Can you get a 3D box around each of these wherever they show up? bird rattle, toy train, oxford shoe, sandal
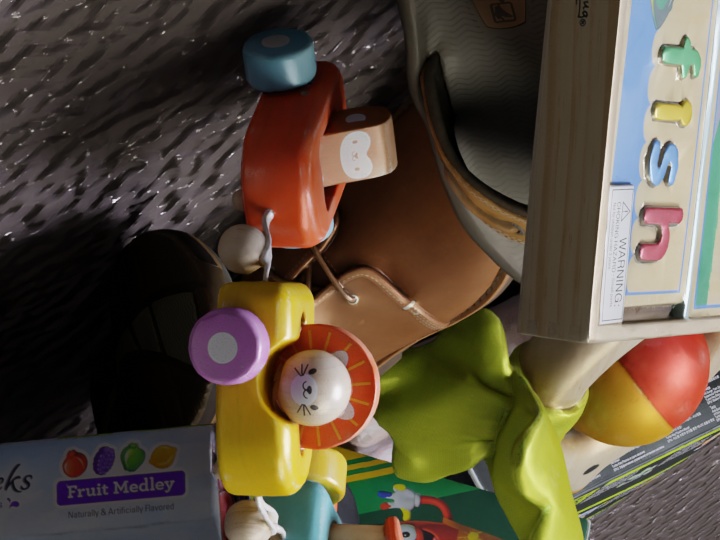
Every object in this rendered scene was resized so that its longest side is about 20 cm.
[{"bbox_3d":[0.100,0.023,1.174,0.200,0.113,0.163,-50,159,0],"label":"bird rattle"},{"bbox_3d":[-0.008,0.034,0.935,0.055,0.201,0.150,0,-154,11],"label":"toy train"},{"bbox_3d":[0.000,0.000,1.058,0.071,0.071,0.200,-23,161,-42],"label":"oxford shoe"},{"bbox_3d":[-0.058,0.042,1.046,0.054,0.082,0.200,-7,158,-13],"label":"sandal"},{"bbox_3d":[0.058,-0.048,0.916,0.081,0.055,0.200,-10,137,10],"label":"sandal"}]

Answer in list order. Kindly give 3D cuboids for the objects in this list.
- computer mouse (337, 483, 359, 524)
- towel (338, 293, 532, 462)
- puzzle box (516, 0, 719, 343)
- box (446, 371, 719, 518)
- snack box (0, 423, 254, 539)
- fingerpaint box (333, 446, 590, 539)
[{"bbox_3d":[-0.017,0.117,1.158,0.058,0.034,0.200,6,144,17],"label":"computer mouse"},{"bbox_3d":[0.069,0.042,1.303,0.199,0.032,0.191,-26,168,-16],"label":"towel"},{"bbox_3d":[0.098,-0.080,0.883,0.025,0.201,0.133,9,-174,31],"label":"puzzle box"},{"bbox_3d":[0.074,0.115,1.474,0.199,0.048,0.193,-21,165,-40],"label":"box"},{"bbox_3d":[-0.126,0.097,0.999,0.199,0.053,0.142,-5,165,10],"label":"snack box"},{"bbox_3d":[-0.003,0.149,1.295,0.200,0.166,0.074,105,1,-63],"label":"fingerpaint box"}]
